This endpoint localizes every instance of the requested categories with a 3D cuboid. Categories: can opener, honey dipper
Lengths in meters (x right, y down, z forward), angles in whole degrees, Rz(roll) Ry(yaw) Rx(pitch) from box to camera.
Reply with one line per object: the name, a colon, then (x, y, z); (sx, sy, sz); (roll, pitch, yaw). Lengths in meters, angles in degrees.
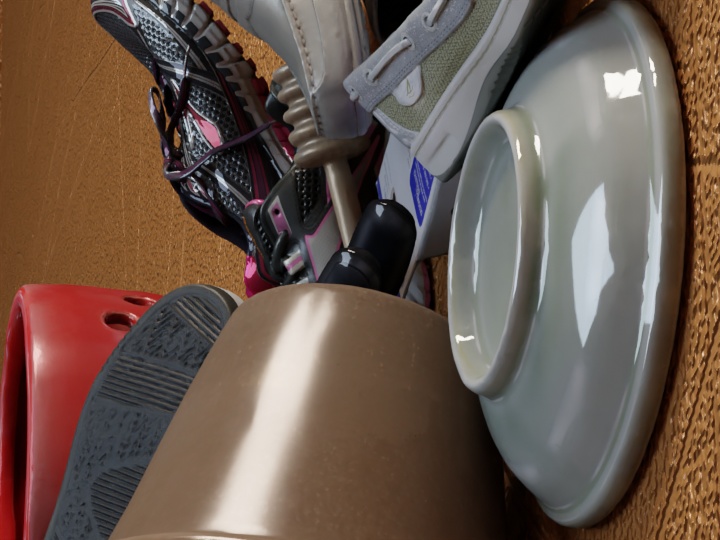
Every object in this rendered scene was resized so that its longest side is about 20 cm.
can opener: (-0.006, 0.026, 1.282); (0.200, 0.078, 0.064); (107, -172, -57)
honey dipper: (0.000, 0.000, 1.358); (0.038, 0.038, 0.201); (146, 111, -75)

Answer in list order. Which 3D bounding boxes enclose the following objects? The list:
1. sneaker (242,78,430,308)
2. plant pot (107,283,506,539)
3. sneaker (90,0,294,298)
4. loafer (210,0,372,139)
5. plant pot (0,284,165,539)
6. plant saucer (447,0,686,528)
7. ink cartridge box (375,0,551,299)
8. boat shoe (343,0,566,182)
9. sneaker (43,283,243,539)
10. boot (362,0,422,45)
sneaker: (-0.015, -0.007, 1.410); (0.080, 0.086, 0.202); (128, 144, -72)
plant pot: (-0.015, 0.105, 1.170); (0.200, 0.199, 0.176); (119, 166, -63)
sneaker: (-0.077, -0.074, 1.506); (0.200, 0.075, 0.081); (51, 172, 18)
loafer: (-0.042, -0.134, 1.336); (0.070, 0.069, 0.201); (84, 169, -49)
plant pot: (-0.091, 0.112, 1.490); (0.200, 0.181, 0.202); (-175, 90, -78)
plant saucer: (0.069, -0.005, 1.106); (0.200, 0.050, 0.202); (-176, 90, -78)
ink cartridge box: (0.048, -0.089, 1.262); (0.100, 0.039, 0.201); (-100, 20, -51)
boat shoe: (0.048, -0.118, 1.131); (0.074, 0.065, 0.202); (-50, -9, -39)
sneaker: (-0.066, 0.104, 1.304); (0.083, 0.120, 0.201); (34, 107, 38)
boot: (0.011, -0.166, 1.372); (0.200, 0.070, 0.147); (82, 177, -59)
